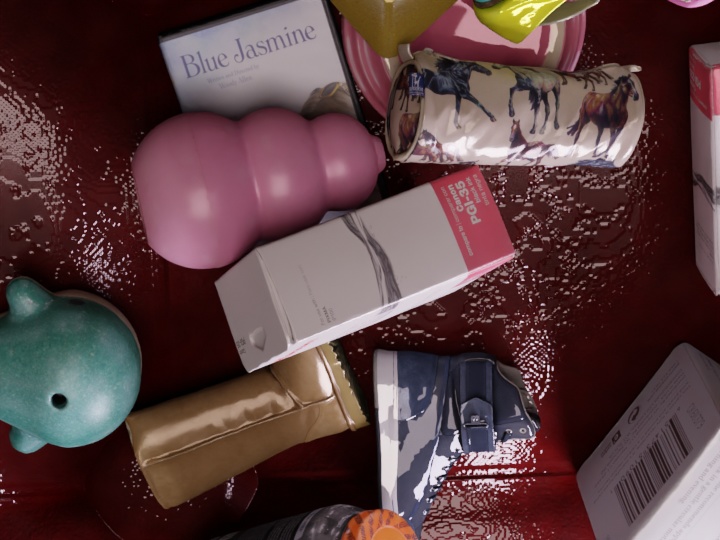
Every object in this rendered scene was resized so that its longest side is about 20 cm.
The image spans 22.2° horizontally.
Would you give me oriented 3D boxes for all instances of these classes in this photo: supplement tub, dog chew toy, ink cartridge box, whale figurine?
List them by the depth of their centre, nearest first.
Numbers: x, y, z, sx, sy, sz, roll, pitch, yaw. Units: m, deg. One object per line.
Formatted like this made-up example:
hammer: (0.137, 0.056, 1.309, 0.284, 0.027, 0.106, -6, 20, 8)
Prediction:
ink cartridge box: (0.000, 0.000, 1.451, 0.199, 0.146, 0.083, -21, 86, -21)
dog chew toy: (-0.078, -0.074, 1.457, 0.199, 0.125, 0.125, -13, 112, -7)
ink cartridge box: (0.351, -0.089, 1.517, 0.145, 0.085, 0.201, -7, 110, -2)
whale figurine: (-0.283, 0.086, 1.528, 0.199, 0.104, 0.160, 3, 112, -5)
supplement tub: (-0.049, 0.271, 1.570, 0.199, 0.123, 0.123, -21, 115, 36)

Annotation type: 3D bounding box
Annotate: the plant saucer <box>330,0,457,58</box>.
plant saucer: (0.027, -0.299, 1.393, 0.200, 0.048, 0.200, -42, 91, 5)

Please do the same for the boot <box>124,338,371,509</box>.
boot: (-0.109, 0.101, 1.568, 0.199, 0.066, 0.176, -20, 111, 5)

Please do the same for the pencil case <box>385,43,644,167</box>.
pencil case: (0.121, -0.126, 1.424, 0.199, 0.078, 0.090, 1, 103, -15)

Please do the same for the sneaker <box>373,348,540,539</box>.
sneaker: (0.084, 0.166, 1.601, 0.145, 0.077, 0.204, -1, 110, -1)

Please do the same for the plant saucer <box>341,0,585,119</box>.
plant saucer: (0.086, -0.195, 1.468, 0.199, 0.051, 0.202, -2, 108, -7)

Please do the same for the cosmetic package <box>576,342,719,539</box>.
cosmetic package: (0.321, 0.202, 1.585, 0.199, 0.165, 0.165, 33, 106, -15)

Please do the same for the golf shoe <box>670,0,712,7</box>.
golf shoe: (0.214, -0.288, 1.442, 0.200, 0.091, 0.075, 44, 125, 3)

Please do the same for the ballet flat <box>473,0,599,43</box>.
ballet flat: (0.177, -0.238, 1.390, 0.199, 0.067, 0.067, -32, 120, 19)

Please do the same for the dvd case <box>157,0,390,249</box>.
dvd case: (-0.068, -0.121, 1.509, 0.142, 0.018, 0.201, -17, 111, 3)
